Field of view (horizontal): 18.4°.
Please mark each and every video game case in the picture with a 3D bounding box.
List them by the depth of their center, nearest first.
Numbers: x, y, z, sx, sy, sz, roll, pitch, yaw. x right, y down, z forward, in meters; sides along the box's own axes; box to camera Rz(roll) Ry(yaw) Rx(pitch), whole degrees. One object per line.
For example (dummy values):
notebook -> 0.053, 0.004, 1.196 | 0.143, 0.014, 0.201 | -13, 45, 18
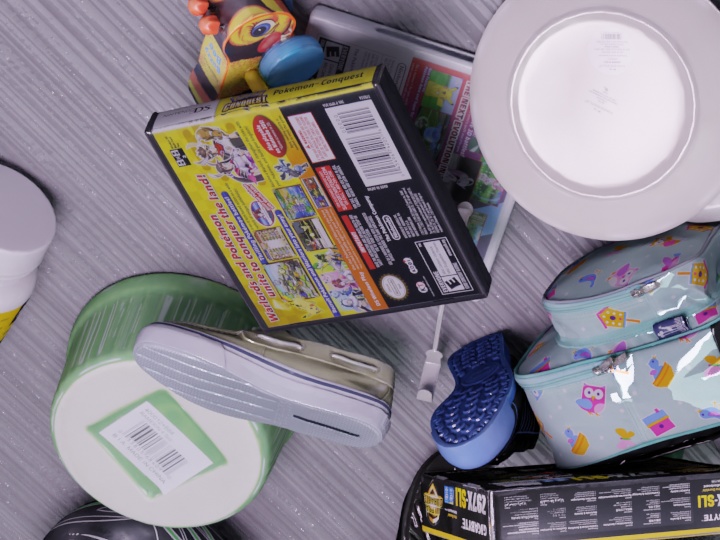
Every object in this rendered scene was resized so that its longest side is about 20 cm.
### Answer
video game case -> -0.028, -0.045, 1.545 | 0.181, 0.026, 0.200 | -10, 129, 25
video game case -> 0.029, -0.083, 1.635 | 0.182, 0.023, 0.200 | 18, 126, 1

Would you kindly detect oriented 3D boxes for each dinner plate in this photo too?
dinner plate -> 0.169, -0.116, 1.532 | 0.200, 0.024, 0.200 | 5, 105, 18

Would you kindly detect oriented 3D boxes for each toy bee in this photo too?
toy bee -> -0.083, -0.170, 1.545 | 0.131, 0.109, 0.200 | 42, 129, 39

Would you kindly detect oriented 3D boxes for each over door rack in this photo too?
over door rack -> 0.000, 0.000, 1.652 | 0.148, 0.067, 0.200 | 15, 140, 5

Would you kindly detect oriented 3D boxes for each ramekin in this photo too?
ramekin -> -0.150, 0.110, 1.768 | 0.200, 0.098, 0.200 | 6, 126, 9

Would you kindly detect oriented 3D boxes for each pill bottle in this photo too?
pill bottle -> -0.321, 0.015, 1.731 | 0.114, 0.114, 0.200 | 31, 127, -10

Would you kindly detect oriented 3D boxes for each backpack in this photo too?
backpack -> 0.208, 0.053, 1.597 | 0.200, 0.176, 0.153 | -30, 98, 27

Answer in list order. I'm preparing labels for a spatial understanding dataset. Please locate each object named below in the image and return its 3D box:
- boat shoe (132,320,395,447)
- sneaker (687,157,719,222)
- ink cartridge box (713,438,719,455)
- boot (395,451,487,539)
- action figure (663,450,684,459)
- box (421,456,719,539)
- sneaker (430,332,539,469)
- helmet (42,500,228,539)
boat shoe -> -0.070, 0.075, 1.662 | 0.200, 0.062, 0.072 | 20, 146, -6
sneaker -> 0.301, -0.088, 1.533 | 0.200, 0.073, 0.085 | -11, 124, 22
ink cartridge box -> 0.353, 0.087, 1.604 | 0.200, 0.099, 0.039 | -43, 70, 49
boot -> 0.032, 0.246, 1.832 | 0.079, 0.211, 0.158 | 14, 175, -26
action figure -> 0.202, 0.175, 1.760 | 0.118, 0.055, 0.200 | 4, 133, 9
box -> 0.160, 0.166, 1.597 | 0.200, 0.160, 0.049 | -3, 91, -17
sneaker -> 0.100, 0.113, 1.646 | 0.070, 0.200, 0.078 | -25, 104, 15
helmet -> -0.185, 0.280, 1.841 | 0.200, 0.200, 0.191 | 28, 116, -7
